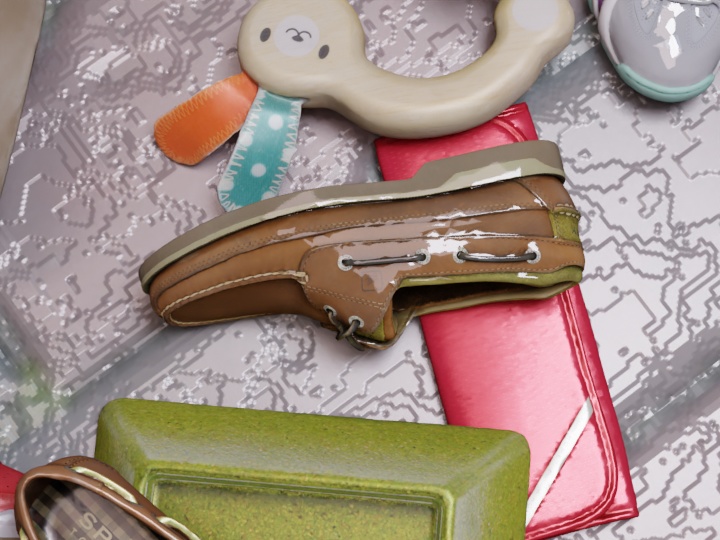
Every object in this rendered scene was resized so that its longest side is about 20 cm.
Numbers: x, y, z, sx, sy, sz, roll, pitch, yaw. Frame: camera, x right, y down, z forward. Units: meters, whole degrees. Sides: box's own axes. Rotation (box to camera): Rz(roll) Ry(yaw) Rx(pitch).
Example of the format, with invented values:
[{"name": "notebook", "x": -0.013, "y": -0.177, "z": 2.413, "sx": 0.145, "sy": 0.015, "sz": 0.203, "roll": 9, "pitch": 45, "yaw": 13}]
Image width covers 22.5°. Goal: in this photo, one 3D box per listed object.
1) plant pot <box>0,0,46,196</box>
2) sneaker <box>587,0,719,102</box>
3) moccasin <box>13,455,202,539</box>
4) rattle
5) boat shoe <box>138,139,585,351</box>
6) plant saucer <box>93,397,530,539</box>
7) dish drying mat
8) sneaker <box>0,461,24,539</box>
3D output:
[{"name": "plant pot", "x": -0.233, "y": -0.089, "z": 0.785, "sx": 0.173, "sy": 0.200, "sz": 0.201, "roll": 14, "pitch": 79, "yaw": -13}, {"name": "sneaker", "x": 0.150, "y": -0.186, "z": 0.811, "sx": 0.078, "sy": 0.140, "sz": 0.201, "roll": 5, "pitch": 79, "yaw": 1}, {"name": "moccasin", "x": -0.061, "y": 0.150, "z": 0.724, "sx": 0.074, "sy": 0.078, "sz": 0.201, "roll": -41, "pitch": 80, "yaw": -4}, {"name": "rattle", "x": -0.003, "y": -0.115, "z": 0.802, "sx": 0.200, "sy": 0.143, "sz": 0.130, "roll": -22, "pitch": 87, "yaw": -7}, {"name": "boat shoe", "x": 0.000, "y": 0.000, "z": 0.803, "sx": 0.199, "sy": 0.072, "sz": 0.068, "roll": -16, "pitch": 77, "yaw": 9}, {"name": "plant saucer", "x": -0.032, "y": 0.159, "z": 0.785, "sx": 0.199, "sy": 0.048, "sz": 0.200, "roll": 4, "pitch": 80, "yaw": 7}, {"name": "dish drying mat", "x": 0.067, "y": 0.024, "z": 0.834, "sx": 0.077, "sy": 0.018, "sz": 0.201, "roll": -14, "pitch": 80, "yaw": 0}, {"name": "sneaker", "x": -0.216, "y": 0.054, "z": 0.804, "sx": 0.199, "sy": 0.071, "sz": 0.113, "roll": 13, "pitch": 83, "yaw": 5}]
